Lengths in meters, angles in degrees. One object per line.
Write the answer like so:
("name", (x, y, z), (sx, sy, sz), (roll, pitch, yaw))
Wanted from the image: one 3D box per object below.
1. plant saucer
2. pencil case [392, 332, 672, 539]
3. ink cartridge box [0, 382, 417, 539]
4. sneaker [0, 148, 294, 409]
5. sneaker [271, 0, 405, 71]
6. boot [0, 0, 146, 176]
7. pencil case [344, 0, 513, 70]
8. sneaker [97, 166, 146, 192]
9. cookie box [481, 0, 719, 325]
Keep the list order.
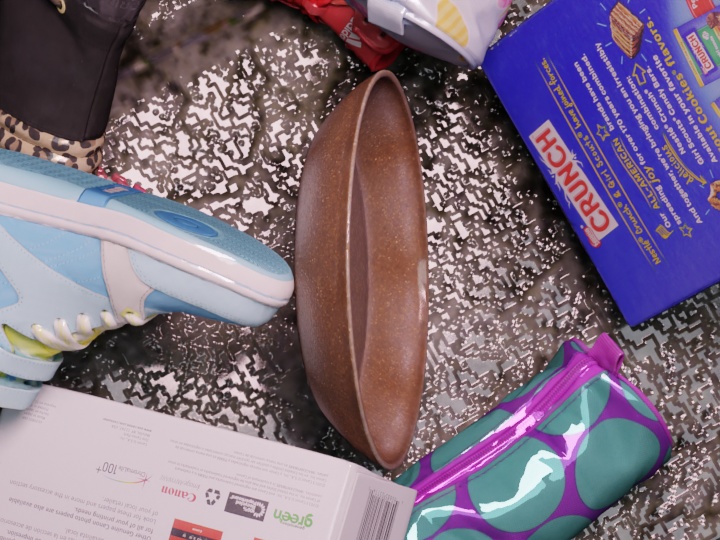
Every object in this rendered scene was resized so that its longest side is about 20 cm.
("plant saucer", (0.000, 0.000, 1.098), (0.037, 0.200, 0.201), (-1, 82, 13))
("pencil case", (0.062, 0.120, 1.136), (0.200, 0.092, 0.085), (-36, 45, -11))
("ink cartridge box", (-0.097, 0.162, 1.072), (0.200, 0.084, 0.176), (12, 80, 27))
("sneaker", (-0.135, 0.023, 1.052), (0.200, 0.080, 0.131), (18, 98, 17))
("sneaker", (-0.036, -0.157, 1.168), (0.200, 0.078, 0.116), (-16, 83, -7))
("boot", (-0.173, -0.143, 1.137), (0.073, 0.200, 0.151), (-3, 120, -40))
("pencil case", (0.070, -0.202, 1.117), (0.083, 0.091, 0.200), (29, 90, 7))
("sneaker", (-0.186, -0.021, 1.140), (0.200, 0.081, 0.075), (13, 110, -4))
("cookie box", (0.178, -0.091, 1.112), (0.075, 0.200, 0.171), (-27, 86, -42))
